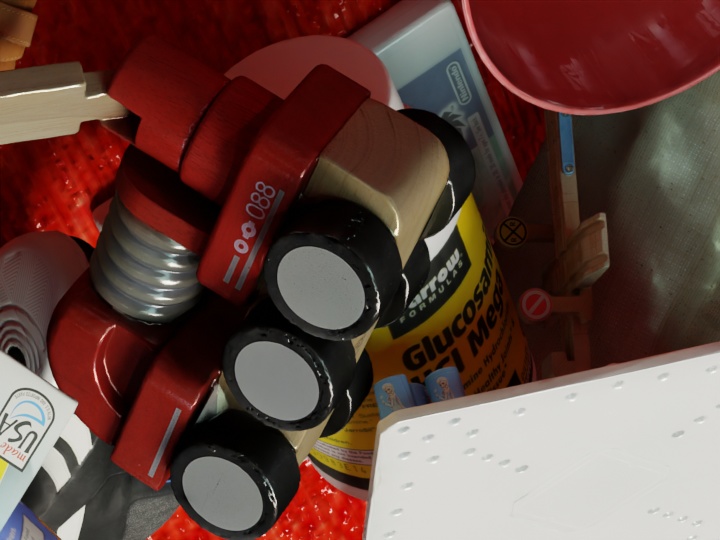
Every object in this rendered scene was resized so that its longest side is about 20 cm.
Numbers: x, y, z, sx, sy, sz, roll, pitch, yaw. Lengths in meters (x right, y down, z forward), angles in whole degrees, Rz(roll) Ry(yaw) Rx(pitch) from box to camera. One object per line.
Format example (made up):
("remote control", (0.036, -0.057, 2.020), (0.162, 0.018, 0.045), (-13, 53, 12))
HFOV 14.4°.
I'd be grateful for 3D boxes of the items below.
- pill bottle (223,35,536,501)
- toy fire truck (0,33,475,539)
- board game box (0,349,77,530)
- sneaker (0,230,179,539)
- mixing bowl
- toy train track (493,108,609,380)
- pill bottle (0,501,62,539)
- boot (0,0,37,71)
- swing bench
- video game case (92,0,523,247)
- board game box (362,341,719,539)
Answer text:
("pill bottle", (0.000, 0.000, 1.205), (0.112, 0.113, 0.201), (-34, 137, -9))
("toy fire truck", (-0.086, -0.011, 1.072), (0.129, 0.199, 0.177), (-51, 171, -49))
("board game box", (-0.215, 0.091, 1.019), (0.151, 0.047, 0.201), (36, 79, -31))
("sneaker", (-0.116, 0.055, 1.235), (0.111, 0.073, 0.201), (-11, 138, -35))
("mixing bowl", (0.098, -0.175, 1.167), (0.199, 0.108, 0.201), (-20, 134, -23))
("toy train track", (0.075, -0.040, 1.228), (0.032, 0.202, 0.115), (-1, 166, -9))
("pill bottle", (-0.210, 0.097, 1.133), (0.112, 0.112, 0.200), (-42, 117, 1))
("boot", (-0.211, -0.084, 1.039), (0.199, 0.077, 0.156), (20, 104, -34))
("swing bench", (0.174, -0.013, 1.326), (0.199, 0.130, 0.200), (6, 115, -45))
("video game case", (-0.009, -0.010, 1.291), (0.182, 0.023, 0.200), (-35, 139, -8))
("board game box", (0.094, 0.084, 1.217), (0.198, 0.026, 0.200), (-12, 149, -11))
